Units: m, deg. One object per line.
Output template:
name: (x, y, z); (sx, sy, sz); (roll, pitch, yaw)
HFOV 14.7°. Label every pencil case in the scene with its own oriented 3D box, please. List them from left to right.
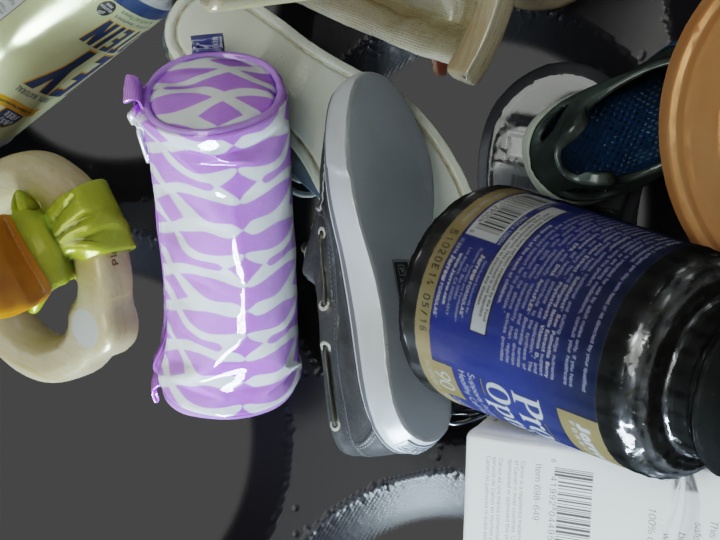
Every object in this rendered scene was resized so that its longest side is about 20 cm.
pencil case: (-0.075, -0.017, 1.457); (0.085, 0.084, 0.201); (-7, 123, -6)

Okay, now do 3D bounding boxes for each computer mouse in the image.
computer mouse: (0.094, -0.012, 1.457); (0.138, 0.053, 0.201); (15, 100, 10)

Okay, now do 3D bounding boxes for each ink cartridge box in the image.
ink cartridge box: (0.157, 0.150, 1.387); (0.199, 0.085, 0.146); (8, 105, 22)

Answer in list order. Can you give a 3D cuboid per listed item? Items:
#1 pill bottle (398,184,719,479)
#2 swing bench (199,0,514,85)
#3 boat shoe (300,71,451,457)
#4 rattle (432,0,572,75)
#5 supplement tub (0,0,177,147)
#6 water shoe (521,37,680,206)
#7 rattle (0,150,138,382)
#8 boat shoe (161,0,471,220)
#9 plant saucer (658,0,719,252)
pill bottle: (0.123, 0.034, 1.325); (0.200, 0.112, 0.112); (20, 94, 42)
swing bench: (-0.046, -0.194, 1.363); (0.199, 0.200, 0.130); (26, 100, 41)
boat shoe: (0.000, 0.000, 1.437); (0.066, 0.070, 0.201); (-18, 77, 39)
rattle: (0.097, -0.209, 1.454); (0.200, 0.130, 0.143); (-35, 61, 43)
supplement tub: (-0.204, -0.155, 1.529); (0.200, 0.145, 0.145); (-36, 75, 18)
water shoe: (0.178, -0.086, 1.382); (0.200, 0.079, 0.072); (-29, 97, -11)
rattle: (-0.222, 0.012, 1.495); (0.199, 0.143, 0.131); (4, 121, 42)
boat shoe: (-0.023, -0.078, 1.496); (0.200, 0.062, 0.075); (34, 87, -2)
plant saucer: (0.243, -0.068, 1.328); (0.199, 0.037, 0.201); (0, 95, -5)
